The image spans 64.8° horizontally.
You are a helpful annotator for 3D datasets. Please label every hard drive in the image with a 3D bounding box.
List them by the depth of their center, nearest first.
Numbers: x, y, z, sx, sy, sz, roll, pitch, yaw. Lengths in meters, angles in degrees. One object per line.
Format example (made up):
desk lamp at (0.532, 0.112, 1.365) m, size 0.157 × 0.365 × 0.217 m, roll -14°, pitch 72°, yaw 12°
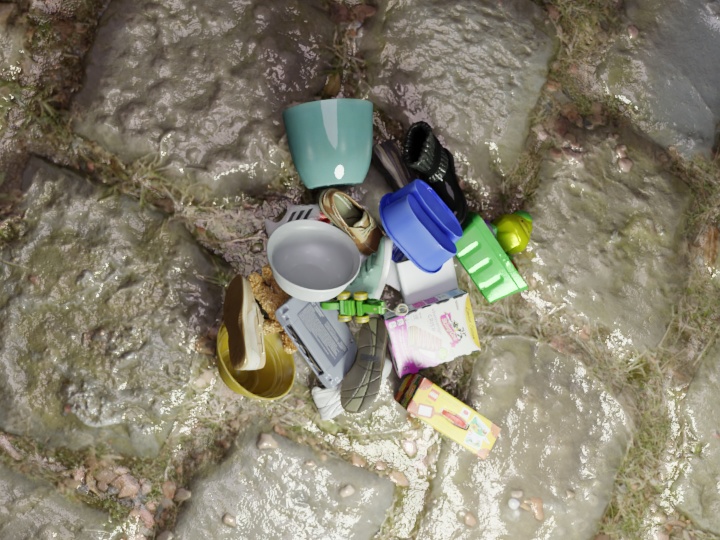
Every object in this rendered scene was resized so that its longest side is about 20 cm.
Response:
hard drive at (0.162, 0.063, 1.288) m, size 0.129 × 0.026 × 0.205 m, roll -15°, pitch 101°, yaw -10°

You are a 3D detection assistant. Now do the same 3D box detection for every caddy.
caddy at (0.123, -0.089, 1.196) m, size 0.200 × 0.104 × 0.142 m, roll 47°, pitch 39°, yaw -13°

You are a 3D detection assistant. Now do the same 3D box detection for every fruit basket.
fruit basket at (0.319, -0.058, 1.289) m, size 0.210 × 0.156 × 0.222 m, roll 0°, pitch 99°, yaw 2°

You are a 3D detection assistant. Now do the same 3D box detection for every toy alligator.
toy alligator at (0.013, 0.073, 1.191) m, size 0.195 × 0.054 × 0.061 m, roll 1°, pitch 102°, yaw 21°

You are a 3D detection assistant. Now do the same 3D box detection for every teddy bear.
teddy bear at (-0.168, 0.078, 1.225) m, size 0.143 × 0.066 × 0.204 m, roll -14°, pitch 82°, yaw -45°

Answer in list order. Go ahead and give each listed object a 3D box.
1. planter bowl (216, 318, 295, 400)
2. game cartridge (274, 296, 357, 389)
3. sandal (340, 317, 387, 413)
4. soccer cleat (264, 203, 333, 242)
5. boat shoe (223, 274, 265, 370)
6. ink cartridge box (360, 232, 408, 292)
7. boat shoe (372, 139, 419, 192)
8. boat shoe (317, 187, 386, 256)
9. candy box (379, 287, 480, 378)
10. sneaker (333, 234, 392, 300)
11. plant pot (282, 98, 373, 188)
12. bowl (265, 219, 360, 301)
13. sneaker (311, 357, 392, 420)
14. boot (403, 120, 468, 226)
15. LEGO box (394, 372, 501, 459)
planter bowl at (-0.237, 0.196, 1.191) m, size 0.083 × 0.201 × 0.201 m, roll -39°, pitch 94°, yaw 29°
game cartridge at (-0.085, 0.132, 1.207) m, size 0.202 × 0.041 × 0.133 m, roll 56°, pitch 44°, yaw -7°
sandal at (0.012, 0.201, 1.200) m, size 0.080 × 0.055 × 0.205 m, roll 10°, pitch 80°, yaw 10°
soccer cleat at (-0.120, -0.122, 1.260) m, size 0.197 × 0.069 × 0.086 m, roll -30°, pitch 85°, yaw -8°
boat shoe at (-0.229, 0.107, 1.148) m, size 0.068 × 0.073 × 0.204 m, roll 20°, pitch 51°, yaw -44°
ink cartridge box at (0.031, -0.044, 1.291) m, size 0.198 × 0.037 × 0.096 m, roll 33°, pitch 83°, yaw -4°
boat shoe at (0.103, -0.212, 1.294) m, size 0.073 × 0.074 × 0.202 m, roll -33°, pitch 93°, yaw -9°
boat shoe at (-0.007, -0.099, 1.219) m, size 0.199 × 0.074 × 0.076 m, roll 39°, pitch 77°, yaw -21°
candy box at (0.154, 0.136, 1.252) m, size 0.195 × 0.061 × 0.140 m, roll -18°, pitch 102°, yaw -7°
sneaker at (0.000, 0.001, 1.225) m, size 0.115 × 0.074 × 0.204 m, roll 17°, pitch 124°, yaw -2°
plant pot at (-0.063, -0.262, 1.216) m, size 0.195 × 0.200 × 0.166 m, roll -6°, pitch 95°, yaw -9°
bowl at (-0.103, -0.005, 1.175) m, size 0.196 × 0.091 × 0.204 m, roll 10°, pitch 45°, yaw -10°
sneaker at (-0.023, 0.238, 1.248) m, size 0.198 × 0.078 × 0.101 m, roll -32°, pitch 88°, yaw -10°
boot at (0.162, -0.204, 1.242) m, size 0.078 × 0.157 × 0.216 m, roll -21°, pitch 68°, yaw 22°
LEGO box at (0.183, 0.309, 1.236) m, size 0.198 × 0.149 × 0.078 m, roll 33°, pitch 83°, yaw -6°
